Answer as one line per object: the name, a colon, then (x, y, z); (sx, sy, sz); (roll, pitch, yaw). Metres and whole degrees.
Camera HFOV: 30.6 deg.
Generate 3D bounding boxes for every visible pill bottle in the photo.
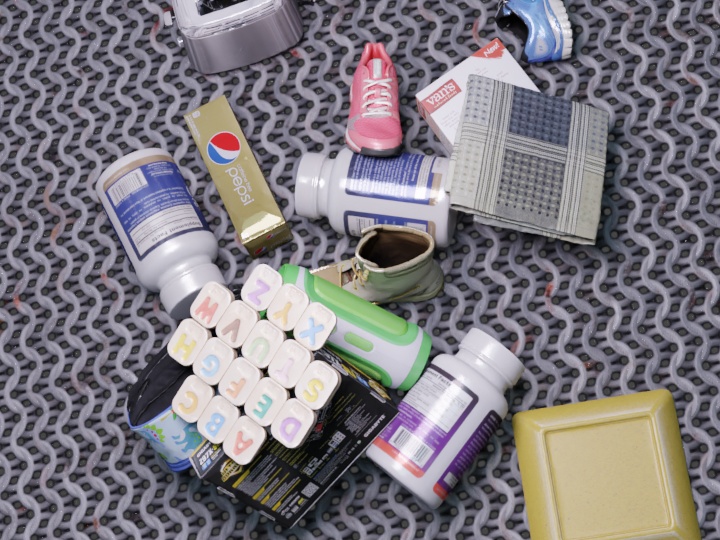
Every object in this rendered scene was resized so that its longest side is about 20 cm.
pill bottle: (0.022, -0.096, 1.656); (0.197, 0.111, 0.113); (8, 75, 10)
pill bottle: (0.106, 0.172, 1.568); (0.111, 0.112, 0.201); (36, 82, 16)
pill bottle: (-0.249, -0.045, 1.675); (0.110, 0.111, 0.201); (-29, 72, -1)

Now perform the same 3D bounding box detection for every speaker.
speaker: (-0.017, 0.068, 1.567); (0.198, 0.088, 0.089); (27, 78, -11)

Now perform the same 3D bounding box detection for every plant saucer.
plant saucer: (0.290, 0.248, 1.552); (0.197, 0.048, 0.203); (-10, 74, 6)

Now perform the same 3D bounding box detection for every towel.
towel: (0.205, -0.133, 1.604); (0.190, 0.035, 0.202); (15, 62, -4)

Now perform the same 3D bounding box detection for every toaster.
toaster: (-0.159, -0.347, 1.745); (0.197, 0.129, 0.115); (-16, 73, 4)

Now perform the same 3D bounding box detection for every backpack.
backpack: (-0.174, 0.146, 1.577); (0.199, 0.183, 0.147); (-40, 108, 3)

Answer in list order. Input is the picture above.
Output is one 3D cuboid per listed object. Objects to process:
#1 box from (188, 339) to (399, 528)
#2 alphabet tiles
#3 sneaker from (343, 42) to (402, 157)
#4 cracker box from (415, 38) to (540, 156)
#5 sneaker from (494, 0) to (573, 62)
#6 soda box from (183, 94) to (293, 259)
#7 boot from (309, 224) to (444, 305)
box: (-0.074, 0.187, 1.515); (0.200, 0.159, 0.049); (-47, 38, 6)
alphabet tiles: (-0.120, 0.102, 1.454); (0.199, 0.015, 0.197); (34, 93, 21)
sneaker: (0.014, -0.218, 1.657); (0.073, 0.088, 0.201); (0, 38, -5)
cracker box: (0.180, -0.179, 1.684); (0.133, 0.058, 0.201); (-35, 72, -3)
sneaker: (0.213, -0.364, 1.721); (0.088, 0.079, 0.203); (-15, 73, 1)
soda box: (-0.159, -0.121, 1.713); (0.063, 0.068, 0.202); (-27, 72, -1)
boot: (0.000, 0.000, 1.609); (0.197, 0.155, 0.073); (-8, 72, 5)
